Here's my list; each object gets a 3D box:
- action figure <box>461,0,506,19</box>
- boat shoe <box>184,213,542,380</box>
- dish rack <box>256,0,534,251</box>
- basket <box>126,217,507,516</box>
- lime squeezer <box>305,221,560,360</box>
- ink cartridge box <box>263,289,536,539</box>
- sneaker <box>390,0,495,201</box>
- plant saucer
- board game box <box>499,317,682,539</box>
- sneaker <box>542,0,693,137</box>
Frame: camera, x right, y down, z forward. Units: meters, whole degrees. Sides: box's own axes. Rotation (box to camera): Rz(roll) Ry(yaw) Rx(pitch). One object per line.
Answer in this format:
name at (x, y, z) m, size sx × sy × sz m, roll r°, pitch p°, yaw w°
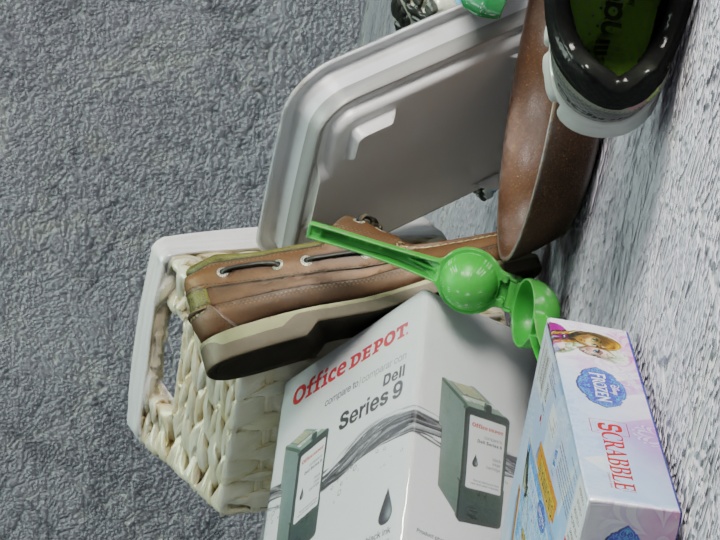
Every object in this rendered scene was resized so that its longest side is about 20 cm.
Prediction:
action figure at (0.094, -0.216, 1.678) m, size 0.118 × 0.054 × 0.201 m, roll 103°, pitch -172°, yaw -55°
boat shoe at (0.000, 0.000, 1.653) m, size 0.072 × 0.199 × 0.068 m, roll 105°, pitch 150°, yaw -71°
dish rack at (0.038, -0.079, 1.719) m, size 0.044 × 0.199 × 0.172 m, roll 52°, pitch 150°, yaw 25°
basket at (-0.023, 0.057, 1.781) m, size 0.123 × 0.199 × 0.136 m, roll 42°, pitch 130°, yaw 49°
lime squeezer at (0.059, 0.018, 1.558) m, size 0.200 × 0.070 × 0.038 m, roll 33°, pitch 134°, yaw 40°
ink cartridge box at (0.017, 0.133, 1.609) m, size 0.146 × 0.084 × 0.201 m, roll -34°, pitch 40°, yaw 46°
sneaker at (0.081, -0.121, 1.846) m, size 0.078 × 0.090 × 0.200 m, roll 46°, pitch 161°, yaw 29°
plant saucer at (0.108, -0.101, 1.582) m, size 0.200 × 0.034 × 0.202 m, roll -171°, pitch 90°, yaw -87°
board game box at (0.085, 0.149, 1.253) m, size 0.200 × 0.041 × 0.201 m, roll -92°, pitch 13°, yaw -70°
sneaker at (0.118, -0.159, 1.310) m, size 0.087 × 0.073 × 0.201 m, roll -133°, pitch 48°, yaw -85°
